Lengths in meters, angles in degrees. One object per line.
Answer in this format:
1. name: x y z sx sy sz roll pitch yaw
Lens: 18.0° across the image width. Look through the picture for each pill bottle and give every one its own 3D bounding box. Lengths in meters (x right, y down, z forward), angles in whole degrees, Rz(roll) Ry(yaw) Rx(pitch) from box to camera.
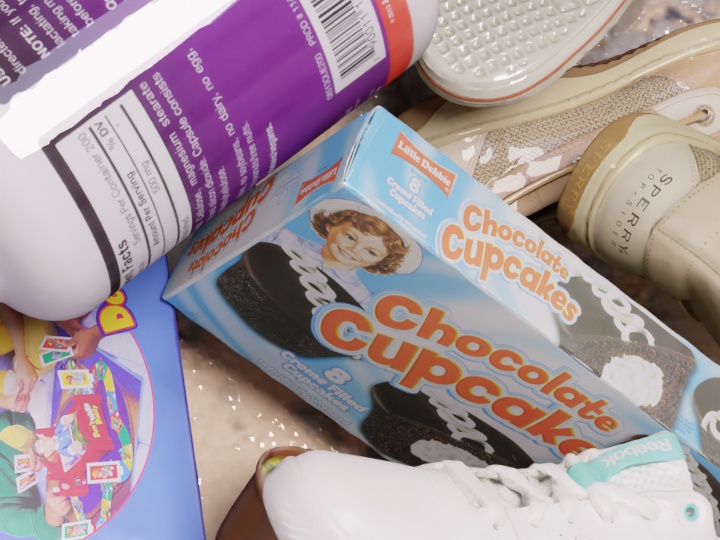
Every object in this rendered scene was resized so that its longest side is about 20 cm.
1. pill bottle: -0.079 -0.062 0.714 0.200 0.112 0.113 -38 85 -16

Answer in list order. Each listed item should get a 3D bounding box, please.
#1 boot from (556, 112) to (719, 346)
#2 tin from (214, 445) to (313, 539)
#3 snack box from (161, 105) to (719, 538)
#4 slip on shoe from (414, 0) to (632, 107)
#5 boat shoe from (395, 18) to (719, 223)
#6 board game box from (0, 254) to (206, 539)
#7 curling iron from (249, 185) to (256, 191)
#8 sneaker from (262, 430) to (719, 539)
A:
1. boot: 0.181 0.013 0.807 0.199 0.073 0.155 12 23 -47
2. tin: 0.030 0.131 0.722 0.200 0.042 0.112 45 13 35
3. snack box: 0.044 0.035 0.758 0.200 0.116 0.037 36 55 -18
4. slip on shoe: 0.073 -0.111 0.856 0.074 0.062 0.200 16 38 13
5. boat shoe: 0.108 -0.049 0.873 0.199 0.071 0.065 -15 79 -15
6. board game box: -0.133 0.012 0.765 0.134 0.045 0.201 -1 69 -22
7. curling iron: 0.000 0.000 0.828 0.199 0.026 0.050 34 97 0
8. sneaker: 0.062 0.082 0.704 0.199 0.089 0.075 25 18 -32
